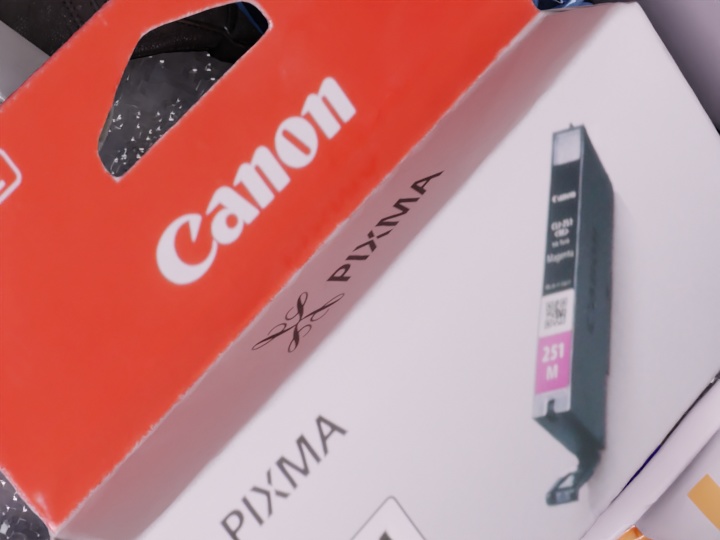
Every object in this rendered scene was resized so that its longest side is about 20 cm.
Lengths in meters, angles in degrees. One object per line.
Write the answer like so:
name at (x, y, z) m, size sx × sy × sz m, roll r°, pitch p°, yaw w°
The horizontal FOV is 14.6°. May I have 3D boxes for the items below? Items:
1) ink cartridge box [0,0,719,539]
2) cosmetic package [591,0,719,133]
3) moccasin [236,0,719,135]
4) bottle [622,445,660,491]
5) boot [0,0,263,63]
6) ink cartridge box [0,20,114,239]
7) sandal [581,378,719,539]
ink cartridge box at (0.000, 0.000, 0.679) m, size 0.200 × 0.043 × 0.174 m, roll -47°, pitch 117°, yaw -24°
cosmetic package at (0.171, -0.129, 0.759) m, size 0.200 × 0.199 × 0.123 m, roll -43°, pitch 98°, yaw -9°
moccasin at (0.052, -0.054, 0.776) m, size 0.200 × 0.068 × 0.081 m, roll 30°, pitch 91°, yaw -28°
bottle at (-0.017, 0.033, 0.786) m, size 0.200 × 0.065 × 0.084 m, roll 28°, pitch 89°, yaw -11°
boot at (-0.070, -0.136, 0.782) m, size 0.174 × 0.069 × 0.201 m, roll -15°, pitch 97°, yaw -18°
ink cartridge box at (-0.176, 0.001, 0.708) m, size 0.147 × 0.083 × 0.200 m, roll 36°, pitch 102°, yaw -7°
sandal at (0.102, 0.082, 0.739) m, size 0.207 × 0.059 × 0.079 m, roll -45°, pitch 135°, yaw 19°
